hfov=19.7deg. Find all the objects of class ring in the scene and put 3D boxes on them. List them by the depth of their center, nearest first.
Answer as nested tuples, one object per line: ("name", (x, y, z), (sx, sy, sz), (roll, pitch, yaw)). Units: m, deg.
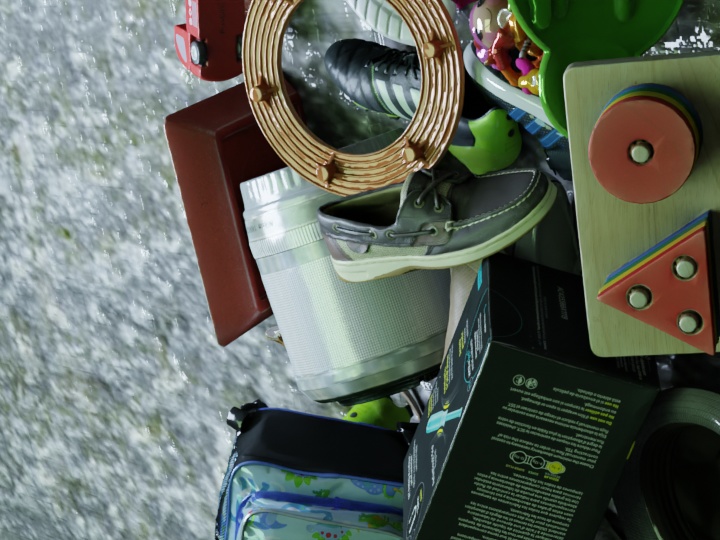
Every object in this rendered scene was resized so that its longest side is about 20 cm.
("ring", (-0.011, -0.151, 1.574), (0.200, 0.019, 0.202), (12, 111, 31))

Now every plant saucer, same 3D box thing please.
("plant saucer", (-0.084, -0.059, 1.788), (0.037, 0.200, 0.201), (-7, 103, 28))

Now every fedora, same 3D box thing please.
("fedora", (0.272, 0.156, 1.471), (0.200, 0.090, 0.178), (-34, 78, 62))

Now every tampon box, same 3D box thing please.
("tampon box", (0.119, 0.116, 1.507), (0.150, 0.126, 0.201), (-86, 14, -63))

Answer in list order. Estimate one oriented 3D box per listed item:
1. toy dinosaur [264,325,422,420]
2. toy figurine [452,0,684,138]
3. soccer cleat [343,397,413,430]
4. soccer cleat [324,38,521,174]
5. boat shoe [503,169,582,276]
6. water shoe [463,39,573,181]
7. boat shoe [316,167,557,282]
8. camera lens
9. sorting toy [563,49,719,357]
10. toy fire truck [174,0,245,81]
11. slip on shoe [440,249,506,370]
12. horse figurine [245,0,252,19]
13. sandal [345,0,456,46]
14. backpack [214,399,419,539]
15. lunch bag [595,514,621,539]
("toy dinosaur", (-0.012, 0.068, 1.870), (0.200, 0.061, 0.106), (28, 167, 42))
("toy figurine", (0.121, -0.194, 1.465), (0.184, 0.149, 0.201), (-167, 76, -64))
("soccer cleat", (0.022, 0.201, 1.825), (0.067, 0.081, 0.201), (20, 135, 49))
("soccer cleat", (0.050, -0.148, 1.641), (0.200, 0.067, 0.081), (33, 142, 31))
("boat shoe", (0.153, 0.018, 1.593), (0.065, 0.073, 0.201), (27, 139, 41))
("water shoe", (0.144, -0.105, 1.530), (0.200, 0.071, 0.079), (41, 142, 38))
("boat shoe", (0.050, -0.042, 1.536), (0.199, 0.073, 0.065), (-18, 120, 32))
("camera lens", (0.000, 0.000, 1.707), (0.160, 0.159, 0.201), (-13, 96, 56))
("sorting toy", (0.234, -0.037, 1.341), (0.198, 0.070, 0.201), (-3, 106, 16))
("toy fire truck", (-0.148, -0.275, 1.797), (0.141, 0.048, 0.201), (37, 133, 57))
("slip on shoe", (0.091, 0.064, 1.596), (0.076, 0.060, 0.201), (32, 141, 44))
("horse figurine", (-0.083, -0.298, 1.765), (0.132, 0.050, 0.201), (30, 129, 50))
("sandal", (0.007, -0.253, 1.662), (0.202, 0.050, 0.083), (40, 112, 23))
("backpack", (-0.033, 0.234, 1.708), (0.147, 0.182, 0.201), (-82, 0, -57))
("lunch bag", (0.123, 0.265, 1.709), (0.168, 0.139, 0.201), (-126, 34, -50))
